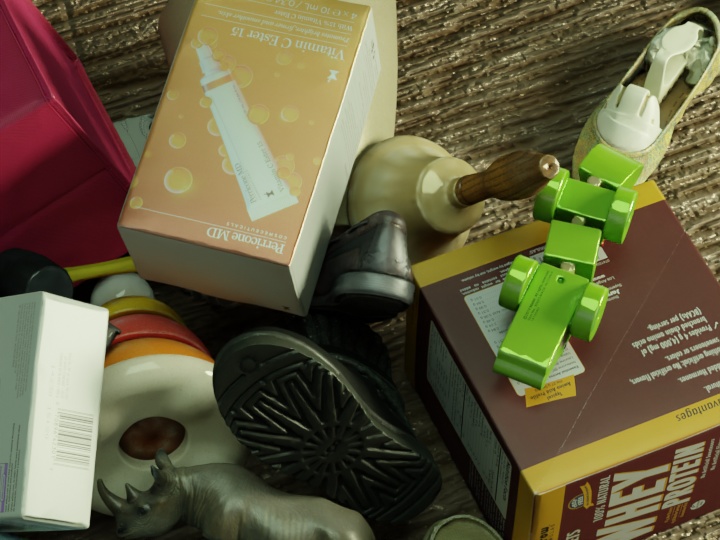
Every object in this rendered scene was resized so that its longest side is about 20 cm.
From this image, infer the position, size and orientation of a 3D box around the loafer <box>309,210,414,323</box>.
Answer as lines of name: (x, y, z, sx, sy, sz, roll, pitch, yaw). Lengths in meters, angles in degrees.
loafer: (0.000, 0.000, 1.471, 0.072, 0.200, 0.063, 10, 82, -13)

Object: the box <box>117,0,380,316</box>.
box: (-0.073, -0.087, 1.422, 0.124, 0.098, 0.200, 13, 70, 10)

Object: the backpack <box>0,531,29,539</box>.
backpack: (-0.222, 0.234, 1.332, 0.200, 0.163, 0.154, 32, 77, 14)

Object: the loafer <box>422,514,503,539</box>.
loafer: (0.091, 0.237, 1.365, 0.076, 0.068, 0.200, 1, 46, -22)

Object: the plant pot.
plant pot: (-0.049, -0.108, 1.570, 0.187, 0.187, 0.200, -8, 69, -5)

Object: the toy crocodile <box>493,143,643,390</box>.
toy crocodile: (0.141, -0.006, 1.399, 0.067, 0.062, 0.200, 17, 61, 12)

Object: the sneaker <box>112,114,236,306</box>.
sneaker: (-0.139, -0.056, 1.580, 0.082, 0.075, 0.200, -33, 61, -19)

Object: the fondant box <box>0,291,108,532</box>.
fondant box: (-0.254, 0.098, 1.366, 0.200, 0.058, 0.145, -8, 73, 43)

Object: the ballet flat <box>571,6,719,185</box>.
ballet flat: (0.229, -0.137, 1.643, 0.071, 0.071, 0.200, 29, 60, 19)

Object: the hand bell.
hand bell: (0.081, -0.056, 1.434, 0.104, 0.200, 0.104, 3, 84, -27)

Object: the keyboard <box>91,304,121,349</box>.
keyboard: (-0.252, 0.066, 1.446, 0.200, 0.040, 0.104, -17, 29, 41)

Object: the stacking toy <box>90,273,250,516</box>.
stacking toy: (-0.161, 0.064, 1.483, 0.146, 0.146, 0.200, -11, 41, -8)

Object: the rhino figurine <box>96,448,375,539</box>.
rhino figurine: (-0.083, 0.175, 1.390, 0.200, 0.088, 0.060, 20, 17, 0)

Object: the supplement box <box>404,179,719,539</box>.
supplement box: (0.161, 0.078, 1.452, 0.197, 0.133, 0.200, -19, 57, -13)

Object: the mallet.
mallet: (-0.158, -0.002, 1.458, 0.200, 0.041, 0.066, -8, 18, -25)

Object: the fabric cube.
fabric cube: (-0.293, -0.087, 1.492, 0.199, 0.200, 0.196, -33, 56, 2)

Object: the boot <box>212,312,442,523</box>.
boot: (-0.038, 0.072, 1.411, 0.079, 0.211, 0.158, -37, 39, 11)
